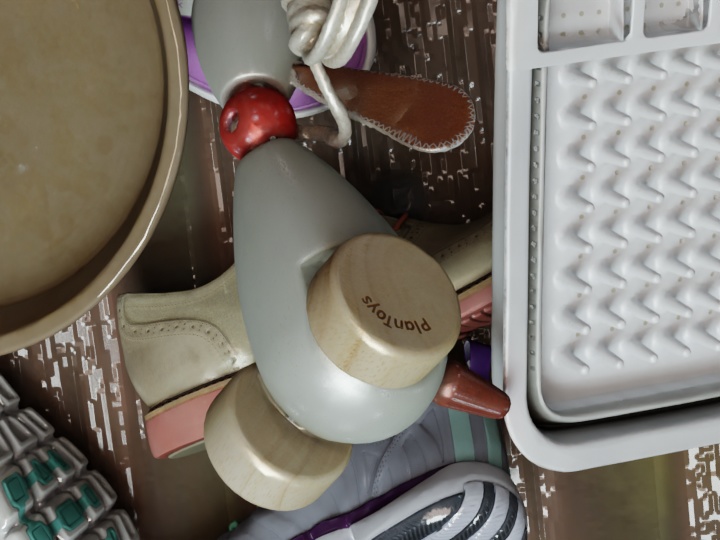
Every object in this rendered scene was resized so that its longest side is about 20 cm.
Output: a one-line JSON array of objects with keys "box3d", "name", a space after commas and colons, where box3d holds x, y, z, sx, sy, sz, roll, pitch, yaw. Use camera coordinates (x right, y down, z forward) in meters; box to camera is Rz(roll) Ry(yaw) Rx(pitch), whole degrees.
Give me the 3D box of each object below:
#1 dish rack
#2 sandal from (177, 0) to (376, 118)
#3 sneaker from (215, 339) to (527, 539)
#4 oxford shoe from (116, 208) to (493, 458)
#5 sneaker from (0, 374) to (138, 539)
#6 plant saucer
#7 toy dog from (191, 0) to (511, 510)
[{"box3d": [0.114, -0.038, 1.035, 0.171, 0.043, 0.201, -9, 108, -29], "name": "dish rack"}, {"box3d": [-0.081, -0.128, 1.068, 0.203, 0.050, 0.082, 43, 107, -5], "name": "sandal"}, {"box3d": [-0.014, 0.102, 1.125, 0.199, 0.088, 0.074, -29, 135, 33], "name": "sneaker"}, {"box3d": [0.000, 0.000, 1.083, 0.199, 0.070, 0.075, -24, 83, 6], "name": "oxford shoe"}, {"box3d": [-0.160, 0.090, 1.126, 0.091, 0.077, 0.200, -45, 76, 25], "name": "sneaker"}, {"box3d": [-0.150, -0.068, 1.062, 0.199, 0.029, 0.202, 2, 96, 19], "name": "plant saucer"}, {"box3d": [0.001, -0.016, 1.000, 0.096, 0.132, 0.201, 12, 71, -32], "name": "toy dog"}]
